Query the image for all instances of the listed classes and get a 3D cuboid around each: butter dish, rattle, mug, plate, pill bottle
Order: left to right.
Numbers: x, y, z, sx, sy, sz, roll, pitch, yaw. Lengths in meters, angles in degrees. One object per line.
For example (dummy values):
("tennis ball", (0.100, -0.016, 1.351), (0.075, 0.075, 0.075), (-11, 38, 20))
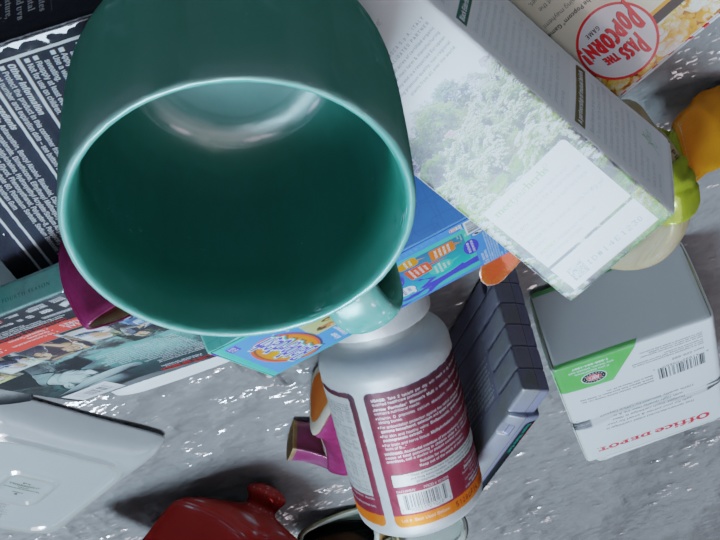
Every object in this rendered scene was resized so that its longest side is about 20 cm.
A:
("plate", (-0.312, 0.189, 1.037), (0.198, 0.033, 0.199), (23, 131, -40))
("mug", (-0.055, -0.053, 0.510), (0.149, 0.116, 0.187), (-5, 140, -5))
("butter dish", (-0.123, 0.288, 1.149), (0.198, 0.150, 0.199), (16, 162, 38))
("pill bottle", (0.027, 0.099, 0.899), (0.107, 0.110, 0.203), (-14, 110, 1))
("rattle", (0.182, -0.070, 0.860), (0.129, 0.144, 0.200), (35, 146, -8))

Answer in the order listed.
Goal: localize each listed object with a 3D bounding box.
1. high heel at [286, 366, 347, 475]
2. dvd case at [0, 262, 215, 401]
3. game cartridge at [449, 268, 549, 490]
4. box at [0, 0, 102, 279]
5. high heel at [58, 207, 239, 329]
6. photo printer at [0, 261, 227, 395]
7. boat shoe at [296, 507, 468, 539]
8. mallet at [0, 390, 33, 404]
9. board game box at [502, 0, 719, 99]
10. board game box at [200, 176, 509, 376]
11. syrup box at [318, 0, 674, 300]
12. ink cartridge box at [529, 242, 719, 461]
("high heel", (-0.005, 0.139, 1.034), (0.094, 0.068, 0.201), (8, 145, -12))
("dvd case", (-0.186, 0.047, 0.726), (0.144, 0.022, 0.199), (-19, 159, 20))
("game cartridge", (0.102, 0.108, 0.983), (0.038, 0.131, 0.201), (0, 142, -21))
("box", (-0.132, -0.105, 0.627), (0.195, 0.125, 0.201), (-15, 146, 4))
("high heel", (-0.059, -0.007, 0.597), (0.196, 0.097, 0.068), (-2, 144, -18))
("photo printer", (-0.154, 0.006, 0.806), (0.164, 0.070, 0.201), (-19, 147, 8))
("boat shoe", (0.025, 0.301, 1.261), (0.196, 0.076, 0.069), (-12, 150, -1))
("mallet", (-0.269, 0.034, 0.846), (0.065, 0.042, 0.202), (4, 136, -21))
("board game box", (0.089, -0.178, 0.599), (0.199, 0.047, 0.151), (41, 122, -18))
("board game box", (0.000, 0.000, 0.741), (0.198, 0.046, 0.152), (-28, 166, 4))
("syrup box", (0.066, -0.085, 0.589), (0.199, 0.082, 0.079), (38, 124, -13))
("ink cartridge box", (0.248, 0.081, 1.035), (0.144, 0.085, 0.201), (-20, 144, 8))
